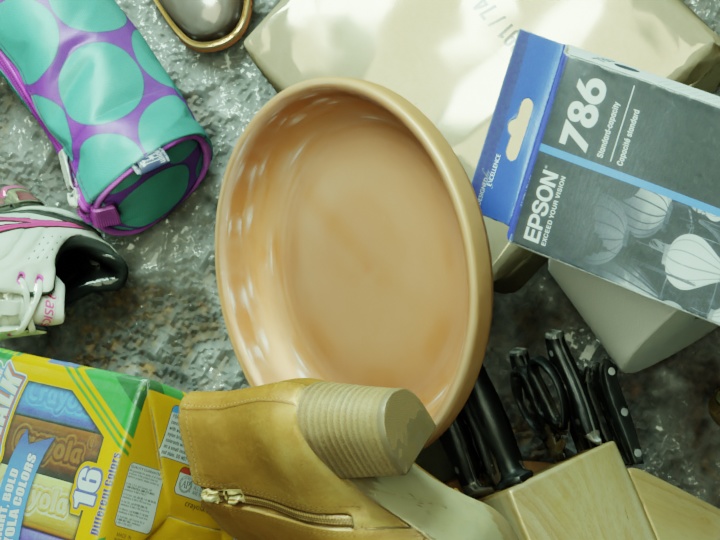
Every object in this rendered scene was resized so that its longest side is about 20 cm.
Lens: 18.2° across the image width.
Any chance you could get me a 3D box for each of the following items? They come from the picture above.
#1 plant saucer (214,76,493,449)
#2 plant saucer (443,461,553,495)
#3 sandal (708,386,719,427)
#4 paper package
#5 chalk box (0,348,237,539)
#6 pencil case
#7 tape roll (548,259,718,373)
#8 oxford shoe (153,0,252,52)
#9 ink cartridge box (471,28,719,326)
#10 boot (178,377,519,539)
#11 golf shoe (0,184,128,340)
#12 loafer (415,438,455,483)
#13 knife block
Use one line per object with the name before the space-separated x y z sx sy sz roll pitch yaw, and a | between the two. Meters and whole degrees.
plant saucer | 0.000 0.000 1.154 0.200 0.037 0.201 11 104 47
plant saucer | 0.095 0.200 1.192 0.200 0.032 0.201 6 74 -20
sandal | 0.289 0.068 1.212 0.199 0.080 0.054 -10 101 4
paper package | 0.071 -0.116 1.257 0.200 0.103 0.191 44 91 12
chalk box | -0.149 0.120 1.231 0.200 0.125 0.124 9 80 47
pencil case | -0.174 -0.120 1.311 0.092 0.085 0.200 -31 75 -26
tape roll | 0.197 -0.031 1.173 0.202 0.202 0.071 -37 78 3
oxford shoe | -0.115 -0.226 1.322 0.071 0.073 0.201 -19 79 6
ink cartridge box | 0.141 -0.039 1.067 0.199 0.039 0.100 22 105 25
boot | -0.002 0.137 1.132 0.144 0.071 0.202 -6 120 40
golf shoe | -0.209 0.004 1.241 0.092 0.200 0.073 22 116 23
loafer | 0.017 0.049 1.228 0.075 0.070 0.201 14 112 46
knife block | 0.092 0.138 1.155 0.175 0.064 0.201 25 69 -13
